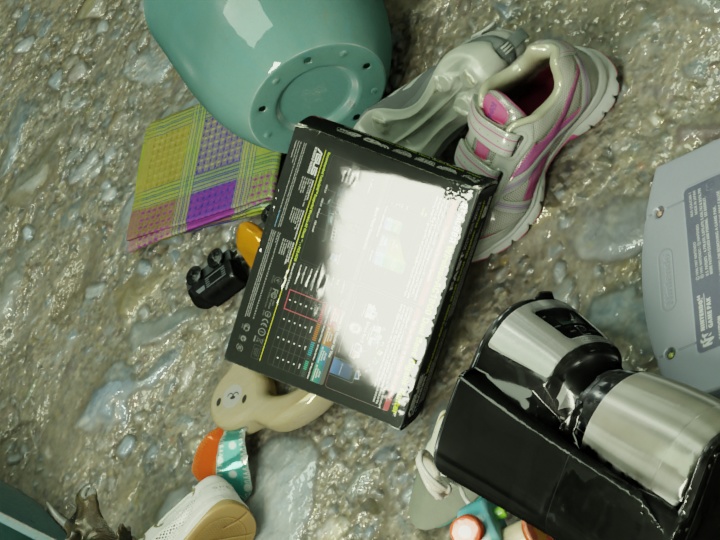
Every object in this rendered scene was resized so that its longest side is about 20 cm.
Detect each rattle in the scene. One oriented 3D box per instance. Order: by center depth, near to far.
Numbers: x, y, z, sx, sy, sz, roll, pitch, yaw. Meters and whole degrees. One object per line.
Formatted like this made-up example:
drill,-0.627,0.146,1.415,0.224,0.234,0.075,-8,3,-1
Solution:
rattle,-0.099,0.081,1.685,0.200,0.143,0.130,-42,59,9

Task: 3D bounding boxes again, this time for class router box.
router box,0.000,0.000,1.584,0.150,0.062,0.200,22,104,13

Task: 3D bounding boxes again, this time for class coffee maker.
coffee maker,0.149,0.138,1.359,0.200,0.135,0.192,30,85,39

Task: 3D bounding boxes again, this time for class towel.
towel,-0.139,-0.096,1.930,0.200,0.023,0.144,-16,54,38

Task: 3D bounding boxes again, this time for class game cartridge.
game cartridge,0.256,-0.002,1.445,0.133,0.041,0.200,-22,51,31

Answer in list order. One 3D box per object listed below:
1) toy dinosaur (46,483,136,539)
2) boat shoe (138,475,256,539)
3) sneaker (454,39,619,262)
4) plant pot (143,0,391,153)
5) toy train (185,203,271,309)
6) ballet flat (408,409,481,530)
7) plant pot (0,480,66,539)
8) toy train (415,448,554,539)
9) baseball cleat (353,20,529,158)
toy dinosaur,-0.219,0.253,1.617,0.102,0.077,0.200,-22,29,37
boat shoe,-0.165,0.248,1.698,0.200,0.071,0.069,-46,34,8
sneaker,0.109,-0.099,1.608,0.081,0.088,0.200,34,92,37
plant pot,-0.065,-0.197,1.792,0.201,0.201,0.161,-42,52,19
toy train,-0.074,-0.029,1.808,0.200,0.034,0.046,-38,47,24
ballet flat,0.091,0.107,1.522,0.200,0.064,0.067,-44,41,17
plant pot,-0.394,0.246,1.849,0.196,0.196,0.200,-54,30,4
toy train,0.096,0.207,1.393,0.056,0.150,0.200,-26,43,14
baseball cleat,0.071,-0.136,1.713,0.106,0.070,0.200,-38,5,-37
